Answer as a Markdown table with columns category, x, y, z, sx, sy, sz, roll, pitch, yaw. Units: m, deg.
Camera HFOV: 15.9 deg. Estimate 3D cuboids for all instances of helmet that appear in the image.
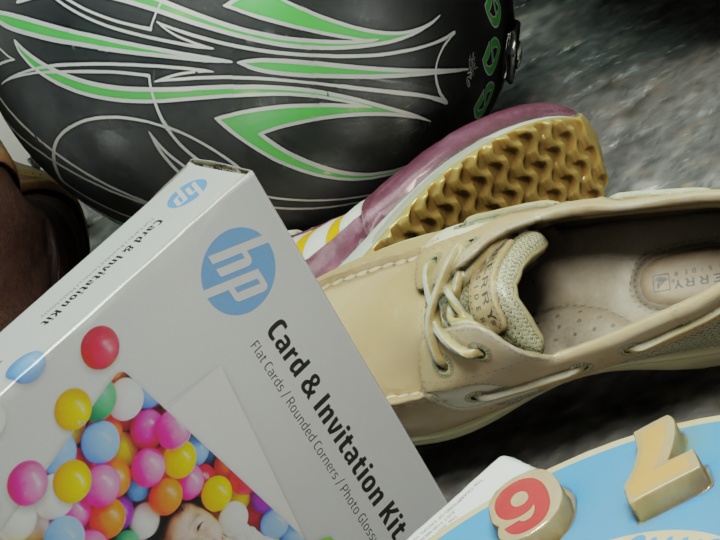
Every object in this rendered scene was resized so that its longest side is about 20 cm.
| category | x | y | z | sx | sy | sz | roll | pitch | yaw |
| --- | --- | --- | --- | --- | --- | --- | --- | --- | --- |
| helmet | -0.048 | -0.097 | 1.022 | 0.199 | 0.201 | 0.190 | -14 | -1 | 33 |

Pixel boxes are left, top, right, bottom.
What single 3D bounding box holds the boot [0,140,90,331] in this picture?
| category | x | y | z | sx | sy | sz | roll | pitch | yaw |
| --- | --- | --- | --- | --- | --- | --- | --- | --- | --- |
| boot | -0.144 | 0.026 | 1.048 | 0.072 | 0.200 | 0.167 | -17 | 62 | 2 |

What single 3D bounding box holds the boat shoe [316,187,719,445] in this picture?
| category | x | y | z | sx | sy | sz | roll | pitch | yaw |
| --- | --- | --- | --- | --- | --- | --- | --- | --- | --- |
| boat shoe | 0.048 | 0.010 | 0.847 | 0.199 | 0.065 | 0.073 | -11 | 71 | 16 |

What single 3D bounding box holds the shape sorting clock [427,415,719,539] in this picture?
| category | x | y | z | sx | sy | sz | roll | pitch | yaw |
| --- | --- | --- | --- | --- | --- | --- | --- | --- | --- |
| shape sorting clock | 0.050 | 0.098 | 0.619 | 0.199 | 0.039 | 0.200 | -26 | 26 | 14 |

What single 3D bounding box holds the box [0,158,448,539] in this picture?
| category | x | y | z | sx | sy | sz | roll | pitch | yaw |
| --- | --- | --- | --- | --- | --- | --- | --- | --- | --- |
| box | -0.075 | 0.089 | 0.788 | 0.200 | 0.156 | 0.041 | -43 | 30 | -24 |

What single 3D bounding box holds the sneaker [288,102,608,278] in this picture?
| category | x | y | z | sx | sy | sz | roll | pitch | yaw |
| --- | --- | --- | --- | --- | --- | --- | --- | --- | --- |
| sneaker | 0.000 | 0.000 | 0.959 | 0.200 | 0.075 | 0.090 | -38 | 31 | -15 |

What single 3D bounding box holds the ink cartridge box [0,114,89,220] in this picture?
| category | x | y | z | sx | sy | sz | roll | pitch | yaw |
| --- | --- | --- | --- | --- | --- | --- | --- | --- | --- |
| ink cartridge box | -0.250 | 0.007 | 1.219 | 0.199 | 0.085 | 0.146 | -17 | 29 | 33 |

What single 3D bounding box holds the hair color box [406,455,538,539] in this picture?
| category | x | y | z | sx | sy | sz | roll | pitch | yaw |
| --- | --- | --- | --- | --- | --- | --- | --- | --- | --- |
| hair color box | 0.063 | 0.127 | 0.671 | 0.111 | 0.064 | 0.200 | -39 | 25 | -16 |
